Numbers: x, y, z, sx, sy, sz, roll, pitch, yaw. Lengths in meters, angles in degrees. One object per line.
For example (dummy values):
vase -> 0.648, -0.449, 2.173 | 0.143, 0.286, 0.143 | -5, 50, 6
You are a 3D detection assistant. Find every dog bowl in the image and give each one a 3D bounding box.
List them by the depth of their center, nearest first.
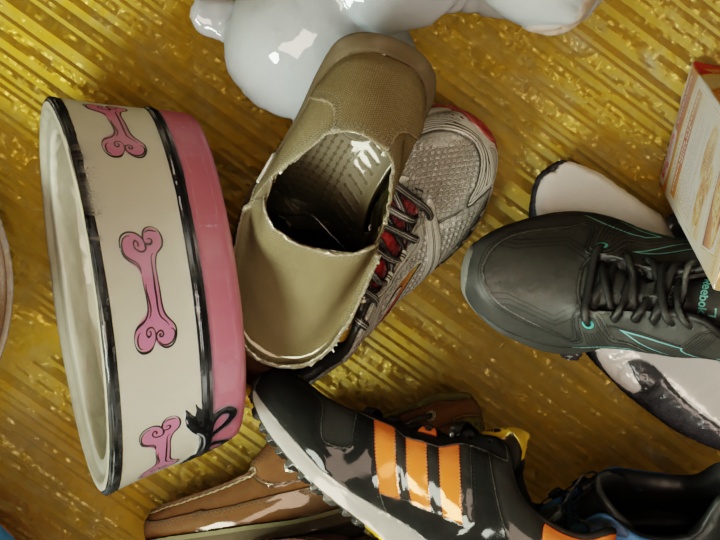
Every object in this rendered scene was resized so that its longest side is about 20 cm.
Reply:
dog bowl -> -0.109, 0.008, 1.349 | 0.074, 0.200, 0.200 | -8, 107, -13

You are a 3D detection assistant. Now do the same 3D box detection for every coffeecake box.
coffeecake box -> 0.240, -0.034, 1.333 | 0.153, 0.200, 0.073 | 13, 105, -5

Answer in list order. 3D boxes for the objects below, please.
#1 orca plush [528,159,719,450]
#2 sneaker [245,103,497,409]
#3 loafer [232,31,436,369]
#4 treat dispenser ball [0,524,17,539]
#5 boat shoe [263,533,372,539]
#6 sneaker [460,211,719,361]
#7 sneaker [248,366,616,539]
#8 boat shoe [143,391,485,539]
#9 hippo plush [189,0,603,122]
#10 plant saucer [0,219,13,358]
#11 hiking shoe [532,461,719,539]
orca plush -> 0.159, 0.029, 1.424 | 0.200, 0.071, 0.105 | 37, 78, 1
sneaker -> 0.000, 0.000, 1.400 | 0.078, 0.082, 0.200 | 39, 102, -11
loafer -> -0.024, -0.024, 1.293 | 0.076, 0.067, 0.200 | 21, 128, 3
treat dispenser ball -> -0.253, 0.207, 1.395 | 0.200, 0.201, 0.201 | 0, 106, -1
boat shoe -> -0.053, 0.177, 1.398 | 0.070, 0.200, 0.071 | 15, 67, -22
sneaker -> 0.151, 0.007, 1.350 | 0.200, 0.079, 0.076 | 7, 81, -4
sneaker -> 0.038, 0.100, 1.346 | 0.200, 0.070, 0.090 | 41, 94, 12
boat shoe -> -0.024, 0.113, 1.447 | 0.200, 0.072, 0.068 | -12, 77, 10
hippo plush -> 0.018, -0.129, 1.317 | 0.159, 0.200, 0.161 | 41, 111, 10
plant saucer -> -0.275, 0.013, 1.396 | 0.200, 0.037, 0.201 | 0, 83, 4
hiking shoe -> 0.108, 0.135, 1.392 | 0.200, 0.074, 0.087 | -7, 131, -2
